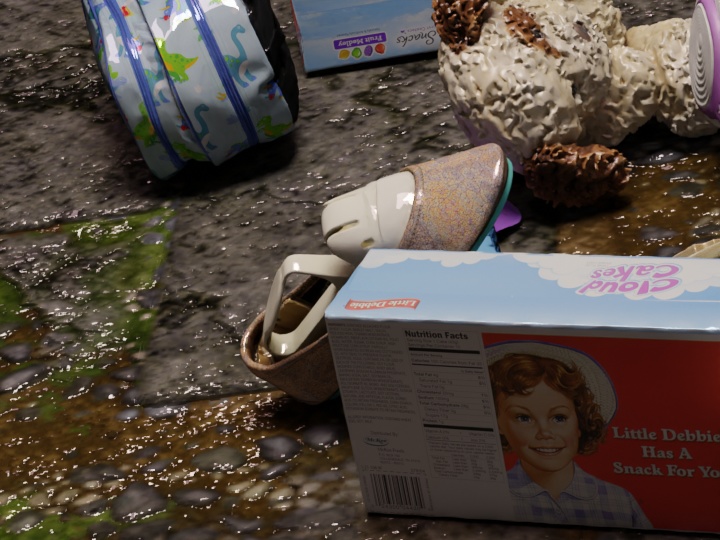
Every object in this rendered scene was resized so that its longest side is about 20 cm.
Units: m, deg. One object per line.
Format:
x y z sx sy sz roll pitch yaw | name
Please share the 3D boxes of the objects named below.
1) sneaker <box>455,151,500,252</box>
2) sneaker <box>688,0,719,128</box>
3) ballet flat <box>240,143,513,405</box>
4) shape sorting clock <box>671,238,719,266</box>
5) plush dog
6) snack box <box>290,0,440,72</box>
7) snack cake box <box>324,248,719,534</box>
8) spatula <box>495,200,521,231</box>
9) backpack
0.037 0.003 1.448 0.086 0.075 0.200 -17 29 5 | sneaker
0.247 -0.098 1.537 0.099 0.075 0.201 -9 56 -12 | sneaker
0.000 0.000 1.354 0.067 0.200 0.068 22 41 -21 | ballet flat
0.228 -0.008 1.319 0.199 0.039 0.200 -17 -13 -4 | shape sorting clock
0.102 -0.123 1.604 0.160 0.200 0.172 -35 3 29 | plush dog
0.039 -0.215 1.891 0.168 0.068 0.200 -8 27 5 | snack box
0.092 0.055 1.273 0.199 0.116 0.067 2 30 23 | snack cake box
0.016 -0.004 1.526 0.056 0.021 0.200 30 48 29 | spatula
-0.109 -0.146 1.730 0.153 0.164 0.200 -30 38 -17 | backpack
